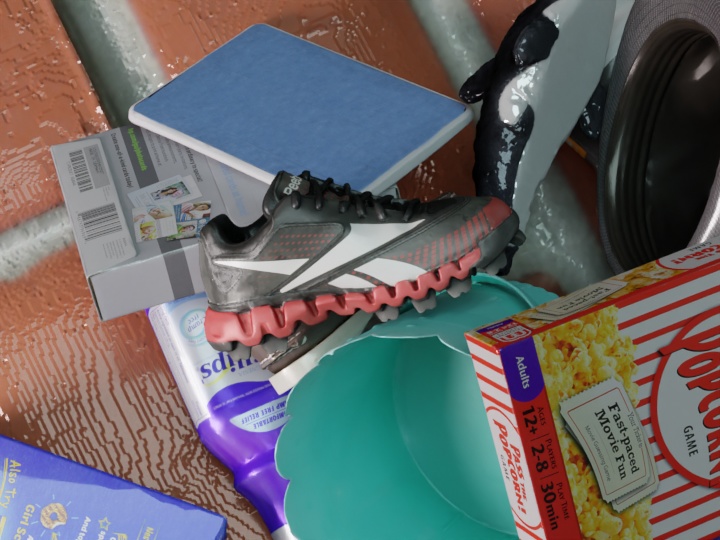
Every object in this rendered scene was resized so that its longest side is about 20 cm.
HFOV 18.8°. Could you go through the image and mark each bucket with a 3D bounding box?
[{"bbox_3d":[0.065,0.107,1.313,0.206,0.135,0.208,10,112,26],"label":"bucket"}]

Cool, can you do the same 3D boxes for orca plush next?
[{"bbox_3d":[0.096,-0.096,1.351,0.071,0.105,0.201,13,93,39],"label":"orca plush"}]

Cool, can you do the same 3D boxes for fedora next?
[{"bbox_3d":[0.215,-0.073,1.296,0.090,0.177,0.201,5,93,-21],"label":"fedora"}]

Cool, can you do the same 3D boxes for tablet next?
[{"bbox_3d":[-0.040,-0.100,1.396,0.200,0.014,0.130,26,50,36],"label":"tablet"}]

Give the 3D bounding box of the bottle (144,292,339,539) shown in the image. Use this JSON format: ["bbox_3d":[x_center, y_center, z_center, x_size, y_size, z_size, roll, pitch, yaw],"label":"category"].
[{"bbox_3d":[-0.070,0.081,1.391,0.083,0.065,0.201,-21,78,-13],"label":"bottle"}]

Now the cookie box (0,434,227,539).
[{"bbox_3d":[-0.203,0.204,1.350,0.199,0.075,0.172,20,76,3],"label":"cookie box"}]

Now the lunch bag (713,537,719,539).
[{"bbox_3d":[0.258,0.225,1.317,0.150,0.200,0.094,31,41,-14],"label":"lunch bag"}]

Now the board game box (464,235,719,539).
[{"bbox_3d":[0.170,0.073,1.193,0.199,0.046,0.152,-21,107,-17],"label":"board game box"}]

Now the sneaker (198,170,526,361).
[{"bbox_3d":[-0.007,-0.018,1.272,0.200,0.071,0.098,-15,103,10],"label":"sneaker"}]

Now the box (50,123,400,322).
[{"bbox_3d":[-0.088,-0.053,1.394,0.199,0.041,0.156,-18,38,-6],"label":"box"}]

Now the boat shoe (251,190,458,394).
[{"bbox_3d":[0.000,0.000,1.386,0.200,0.072,0.060,-40,92,-33],"label":"boat shoe"}]

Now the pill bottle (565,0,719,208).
[{"bbox_3d":[0.195,-0.106,1.424,0.200,0.116,0.116,43,78,8],"label":"pill bottle"}]
